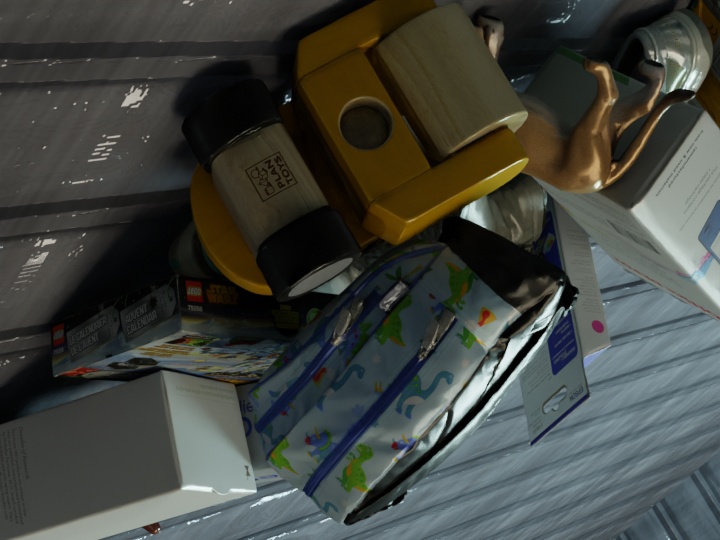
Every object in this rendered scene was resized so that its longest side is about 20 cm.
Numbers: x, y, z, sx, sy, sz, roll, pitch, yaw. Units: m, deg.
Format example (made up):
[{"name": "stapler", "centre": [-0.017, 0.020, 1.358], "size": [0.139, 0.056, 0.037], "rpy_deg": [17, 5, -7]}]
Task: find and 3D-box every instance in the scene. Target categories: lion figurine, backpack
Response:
[{"name": "lion figurine", "centre": [0.105, -0.090, 1.025], "size": [0.072, 0.198, 0.124], "rpy_deg": [-36, 142, -64]}, {"name": "backpack", "centre": [0.026, 0.061, 0.983], "size": [0.202, 0.153, 0.163], "rpy_deg": [-62, 176, 3]}]

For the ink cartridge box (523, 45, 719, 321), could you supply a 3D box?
[{"name": "ink cartridge box", "centre": [0.209, -0.054, 1.136], "size": [0.088, 0.145, 0.200], "rpy_deg": [-52, 134, -4]}]

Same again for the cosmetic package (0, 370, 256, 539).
[{"name": "cosmetic package", "centre": [-0.186, 0.140, 1.105], "size": [0.198, 0.086, 0.107], "rpy_deg": [-20, 163, 19]}]

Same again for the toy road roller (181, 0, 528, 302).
[{"name": "toy road roller", "centre": [-0.008, -0.064, 0.959], "size": [0.199, 0.124, 0.146], "rpy_deg": [-30, 171, -10]}]

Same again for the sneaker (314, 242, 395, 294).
[{"name": "sneaker", "centre": [0.000, 0.000, 1.211], "size": [0.116, 0.073, 0.200], "rpy_deg": [-53, 150, -9]}]

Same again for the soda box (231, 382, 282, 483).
[{"name": "soda box", "centre": [-0.063, 0.116, 1.148], "size": [0.198, 0.064, 0.068], "rpy_deg": [-13, 164, 24]}]

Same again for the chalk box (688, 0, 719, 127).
[{"name": "chalk box", "centre": [0.350, -0.164, 1.274], "size": [0.198, 0.125, 0.124], "rpy_deg": [-21, 157, -28]}]

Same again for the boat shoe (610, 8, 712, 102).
[{"name": "boat shoe", "centre": [0.206, -0.117, 1.243], "size": [0.064, 0.075, 0.203], "rpy_deg": [-15, 150, -28]}]

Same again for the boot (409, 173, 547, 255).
[{"name": "boot", "centre": [0.088, -0.050, 1.181], "size": [0.130, 0.067, 0.202], "rpy_deg": [-32, 140, -36]}]

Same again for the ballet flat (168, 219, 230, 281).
[{"name": "ballet flat", "centre": [-0.041, -0.038, 1.073], "size": [0.198, 0.068, 0.062], "rpy_deg": [-16, -179, -31]}]

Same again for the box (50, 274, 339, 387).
[{"name": "box", "centre": [-0.088, 0.045, 1.072], "size": [0.136, 0.040, 0.199], "rpy_deg": [-20, 161, 40]}]

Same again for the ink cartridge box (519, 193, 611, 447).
[{"name": "ink cartridge box", "centre": [0.152, 0.029, 1.255], "size": [0.037, 0.202, 0.095], "rpy_deg": [8, 148, -22]}]

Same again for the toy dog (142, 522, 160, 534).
[{"name": "toy dog", "centre": [-0.233, 0.199, 1.242], "size": [0.200, 0.097, 0.132], "rpy_deg": [-41, 159, 18]}]
